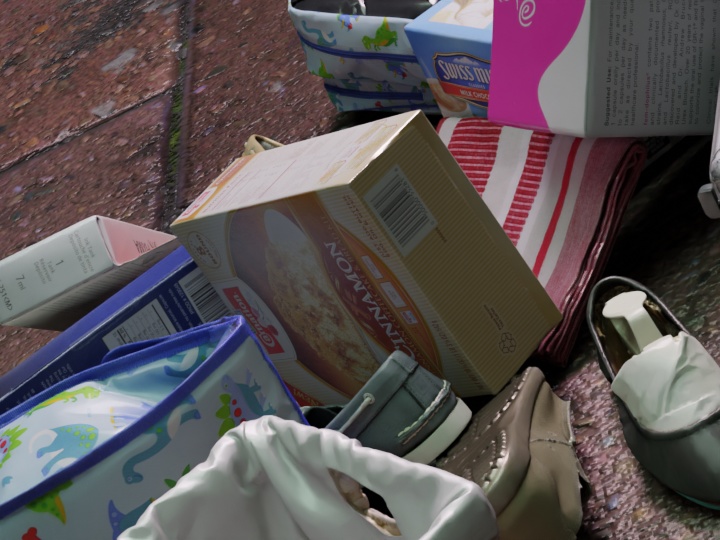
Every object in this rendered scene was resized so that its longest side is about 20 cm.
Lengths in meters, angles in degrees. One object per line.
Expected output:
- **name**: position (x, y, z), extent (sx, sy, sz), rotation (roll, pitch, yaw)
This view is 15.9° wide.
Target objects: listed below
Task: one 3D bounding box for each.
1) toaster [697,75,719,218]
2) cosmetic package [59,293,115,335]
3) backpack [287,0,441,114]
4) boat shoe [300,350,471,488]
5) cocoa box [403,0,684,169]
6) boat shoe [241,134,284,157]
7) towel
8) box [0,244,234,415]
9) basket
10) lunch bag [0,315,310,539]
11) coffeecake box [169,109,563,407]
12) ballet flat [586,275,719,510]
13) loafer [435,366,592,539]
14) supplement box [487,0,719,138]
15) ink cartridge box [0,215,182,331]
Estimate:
- **toaster**: position (0.289, -0.075, 1.457), extent (0.199, 0.114, 0.129), rotation (-12, 35, 29)
- **cosmetic package**: position (-0.200, 0.108, 1.671), extent (0.200, 0.071, 0.105), rotation (-37, 26, -15)
- **backpack**: position (0.042, -0.186, 1.896), extent (0.199, 0.154, 0.163), rotation (12, 46, 24)
- **boat shoe**: position (-0.017, 0.094, 1.479), extent (0.200, 0.062, 0.073), rotation (-26, 19, 50)
- **cocoa box**: position (0.156, -0.153, 1.696), extent (0.200, 0.132, 0.133), rotation (-37, 27, -21)
- **boat shoe**: position (-0.035, -0.058, 1.780), extent (0.200, 0.073, 0.063), rotation (11, 88, 55)
- **towel**: position (0.085, -0.024, 1.596), extent (0.200, 0.023, 0.145), rotation (13, 79, 55)
- **box**: position (-0.147, 0.084, 1.604), extent (0.200, 0.122, 0.032), rotation (-37, 27, -15)
- **basket**: position (-0.030, 0.199, 1.232), extent (0.200, 0.161, 0.198), rotation (-42, 28, -23)
- **lunch bag**: position (-0.111, 0.137, 1.417), extent (0.199, 0.171, 0.128), rotation (-30, 26, 2)
- **coffeecake box**: position (0.000, 0.000, 1.529), extent (0.073, 0.154, 0.200), rotation (-45, 19, -29)
- **ballet flat**: position (0.161, 0.059, 1.392), extent (0.068, 0.069, 0.200), rotation (-30, 26, -2)
- **loafer**: position (0.085, 0.112, 1.382), extent (0.076, 0.068, 0.200), rotation (-42, 5, 17)
- **supplement box**: position (0.186, -0.135, 1.571), extent (0.199, 0.104, 0.101), rotation (-5, 11, -34)
- **ink cartridge box**: position (-0.147, -0.012, 1.753), extent (0.173, 0.044, 0.200), rotation (-26, -8, 8)
